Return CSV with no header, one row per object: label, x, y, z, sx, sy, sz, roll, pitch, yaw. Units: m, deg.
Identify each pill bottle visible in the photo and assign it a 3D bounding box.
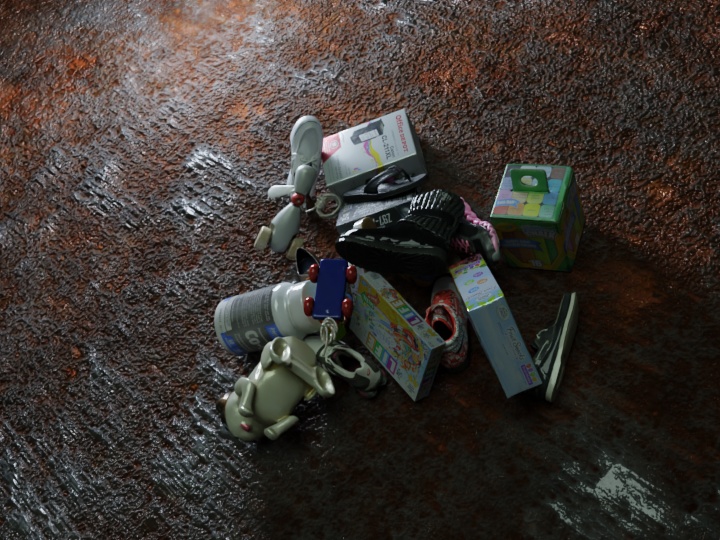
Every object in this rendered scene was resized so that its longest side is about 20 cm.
pill bottle,-0.165,0.087,1.671,0.199,0.114,0.114,-16,50,28

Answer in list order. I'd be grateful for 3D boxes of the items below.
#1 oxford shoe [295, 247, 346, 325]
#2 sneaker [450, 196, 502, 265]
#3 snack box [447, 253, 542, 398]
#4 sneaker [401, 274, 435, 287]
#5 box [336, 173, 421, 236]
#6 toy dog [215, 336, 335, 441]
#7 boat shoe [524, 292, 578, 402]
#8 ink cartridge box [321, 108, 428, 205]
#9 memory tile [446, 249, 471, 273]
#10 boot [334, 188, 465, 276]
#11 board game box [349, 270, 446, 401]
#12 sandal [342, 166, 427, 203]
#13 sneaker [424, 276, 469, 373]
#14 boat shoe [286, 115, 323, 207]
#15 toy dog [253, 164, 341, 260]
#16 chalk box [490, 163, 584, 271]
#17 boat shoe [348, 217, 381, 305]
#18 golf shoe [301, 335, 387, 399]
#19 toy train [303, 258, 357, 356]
oxford shoe,-0.086,0.038,1.722,0.071,0.073,0.200,-30,50,0
sneaker,0.184,-0.058,1.608,0.095,0.079,0.200,-24,33,-9
snack box,0.216,0.085,1.449,0.067,0.169,0.200,-24,21,6
sneaker,0.084,-0.047,1.711,0.088,0.075,0.200,-40,53,-14
box,0.040,-0.123,1.738,0.160,0.044,0.200,-19,18,9
toy dog,-0.169,0.214,1.566,0.200,0.139,0.194,-48,26,13
boat shoe,0.319,0.120,1.490,0.067,0.072,0.200,12,64,27
ink cartridge box,0.026,-0.235,1.865,0.199,0.083,0.146,-19,50,10
memory tile,0.155,-0.048,1.664,0.199,0.017,0.153,16,41,16
boot,0.072,-0.074,1.570,0.210,0.080,0.158,9,54,10
board game box,0.060,0.112,1.554,0.034,0.135,0.200,-20,50,-32
sandal,0.039,-0.169,1.719,0.200,0.048,0.075,-7,22,41
sneaker,0.152,0.070,1.573,0.067,0.108,0.202,-12,52,15
boat shoe,-0.110,-0.222,1.851,0.073,0.201,0.065,-6,40,-16
toy dog,-0.142,-0.115,1.828,0.200,0.132,0.096,-47,15,1
chalk box,0.312,-0.105,1.571,0.124,0.200,0.124,6,60,28
boat shoe,0.000,0.000,1.650,0.069,0.201,0.071,5,18,35
golf shoe,-0.042,0.156,1.610,0.200,0.088,0.077,21,69,35
toy train,-0.052,0.090,1.574,0.084,0.116,0.201,1,56,8
